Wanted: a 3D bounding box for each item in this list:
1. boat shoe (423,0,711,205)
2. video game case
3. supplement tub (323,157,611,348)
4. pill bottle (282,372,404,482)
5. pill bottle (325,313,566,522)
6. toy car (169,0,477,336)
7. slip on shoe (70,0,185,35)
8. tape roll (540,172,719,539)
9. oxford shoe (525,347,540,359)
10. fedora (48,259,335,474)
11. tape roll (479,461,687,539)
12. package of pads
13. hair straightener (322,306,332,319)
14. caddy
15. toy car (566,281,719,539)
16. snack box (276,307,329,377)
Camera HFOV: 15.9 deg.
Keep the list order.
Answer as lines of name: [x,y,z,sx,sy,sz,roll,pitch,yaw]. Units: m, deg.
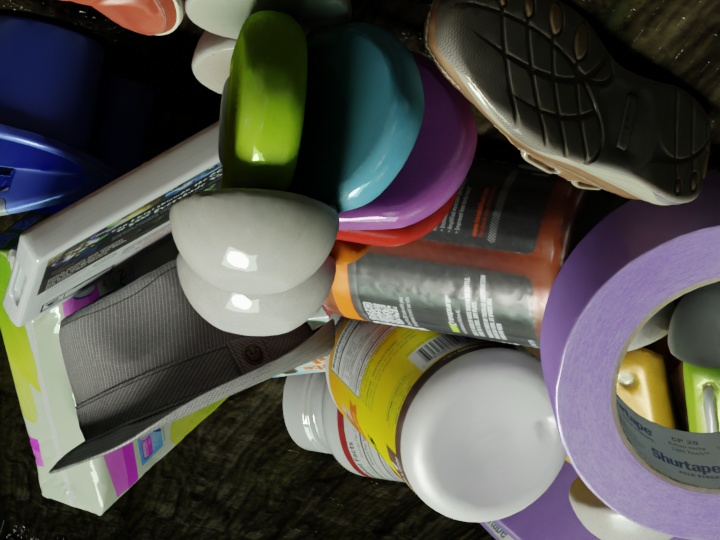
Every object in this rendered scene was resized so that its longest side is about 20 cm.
boat shoe: [0.095,-0.083,1.305,0.072,0.076,0.200,3,159,46]
video game case: [-0.114,-0.041,1.500,0.023,0.200,0.182,58,164,5]
supplement tub: [0.041,-0.018,1.522,0.199,0.107,0.107,9,164,20]
pill bottle: [0.045,0.105,1.948,0.199,0.113,0.112,5,162,36]
pill bottle: [0.046,0.071,1.599,0.109,0.110,0.200,23,-171,-25]
toy car: [-0.017,-0.064,1.307,0.149,0.176,0.200,4,164,-1]
slip on shoe: [-0.167,-0.162,1.311,0.074,0.061,0.200,0,160,40]
tape roll: [0.202,0.049,1.435,0.199,0.201,0.066,19,-156,-13]
oxford shoe: [0.141,0.054,1.727,0.199,0.085,0.073,21,166,-14]
fedora: [-0.114,0.044,1.579,0.199,0.091,0.177,-23,180,-23]
tape roll: [0.159,0.184,1.791,0.200,0.085,0.200,44,175,5]
package of pads: [-0.158,0.034,1.682,0.068,0.154,0.201,15,130,32]
hair straightener: [0.000,0.000,1.683,0.077,0.041,0.200,-21,136,7]
caddy: [-0.219,-0.082,1.558,0.199,0.105,0.141,7,162,29]
toy car: [0.216,0.075,1.600,0.199,0.176,0.150,3,-158,35]
snack box: [-0.026,0.038,1.824,0.199,0.037,0.116,-7,159,15]
